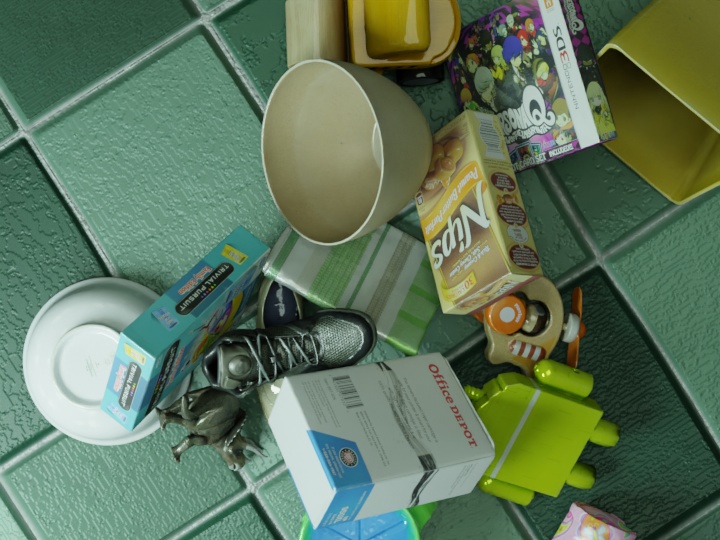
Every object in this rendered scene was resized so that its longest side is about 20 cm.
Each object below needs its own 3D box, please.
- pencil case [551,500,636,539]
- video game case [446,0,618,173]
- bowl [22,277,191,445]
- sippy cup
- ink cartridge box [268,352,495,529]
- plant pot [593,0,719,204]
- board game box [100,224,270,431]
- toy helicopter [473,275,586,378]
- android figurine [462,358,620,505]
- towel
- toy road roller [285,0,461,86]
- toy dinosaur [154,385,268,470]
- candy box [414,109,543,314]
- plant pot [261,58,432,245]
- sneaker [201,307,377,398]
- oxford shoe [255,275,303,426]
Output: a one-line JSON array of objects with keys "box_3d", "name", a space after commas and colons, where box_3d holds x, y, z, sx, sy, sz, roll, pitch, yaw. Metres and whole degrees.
[{"box_3d": [0.244, 0.372, 1.314, 0.087, 0.087, 0.201, 25, 90, -1], "name": "pencil case"}, {"box_3d": [0.184, -0.207, 1.263, 0.036, 0.200, 0.182, -16, 90, -34], "name": "video game case"}, {"box_3d": [-0.299, 0.108, 1.297, 0.200, 0.090, 0.202, 0, 90, -1], "name": "bowl"}, {"box_3d": [-0.002, 0.298, 1.282, 0.177, 0.130, 0.140, 5, 91, -1], "name": "sippy cup"}, {"box_3d": [0.022, 0.179, 1.213, 0.199, 0.084, 0.145, -6, 51, -28], "name": "ink cartridge box"}, {"box_3d": [0.372, -0.221, 1.271, 0.200, 0.200, 0.177, 40, 77, -1], "name": "plant pot"}, {"box_3d": [-0.188, 0.062, 1.219, 0.047, 0.151, 0.200, 36, 49, 7], "name": "board game box"}, {"box_3d": [0.212, 0.098, 1.329, 0.132, 0.079, 0.201, -14, 101, -10], "name": "toy helicopter"}, {"box_3d": [0.196, 0.188, 1.303, 0.199, 0.041, 0.183, 18, 108, -16], "name": "android figurine"}, {"box_3d": [0.000, 0.000, 1.303, 0.200, 0.031, 0.149, 31, 55, -3], "name": "towel"}, {"box_3d": [0.014, -0.279, 1.277, 0.199, 0.146, 0.124, -3, 89, -1], "name": "toy road roller"}, {"box_3d": [-0.174, 0.160, 1.263, 0.102, 0.200, 0.077, -21, 57, -11], "name": "toy dinosaur"}, {"box_3d": [0.124, -0.064, 1.263, 0.055, 0.115, 0.201, 4, 64, -37], "name": "candy box"}, {"box_3d": [0.003, -0.137, 1.259, 0.134, 0.200, 0.201, -12, 90, -41], "name": "plant pot"}, {"box_3d": [-0.083, 0.092, 1.213, 0.199, 0.114, 0.077, -8, 99, 17], "name": "sneaker"}, {"box_3d": [-0.094, 0.097, 1.309, 0.070, 0.074, 0.201, -7, 90, -1], "name": "oxford shoe"}]
